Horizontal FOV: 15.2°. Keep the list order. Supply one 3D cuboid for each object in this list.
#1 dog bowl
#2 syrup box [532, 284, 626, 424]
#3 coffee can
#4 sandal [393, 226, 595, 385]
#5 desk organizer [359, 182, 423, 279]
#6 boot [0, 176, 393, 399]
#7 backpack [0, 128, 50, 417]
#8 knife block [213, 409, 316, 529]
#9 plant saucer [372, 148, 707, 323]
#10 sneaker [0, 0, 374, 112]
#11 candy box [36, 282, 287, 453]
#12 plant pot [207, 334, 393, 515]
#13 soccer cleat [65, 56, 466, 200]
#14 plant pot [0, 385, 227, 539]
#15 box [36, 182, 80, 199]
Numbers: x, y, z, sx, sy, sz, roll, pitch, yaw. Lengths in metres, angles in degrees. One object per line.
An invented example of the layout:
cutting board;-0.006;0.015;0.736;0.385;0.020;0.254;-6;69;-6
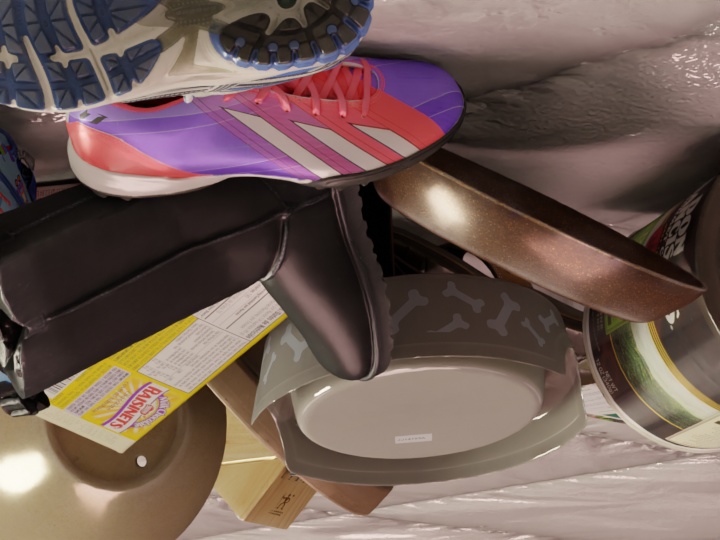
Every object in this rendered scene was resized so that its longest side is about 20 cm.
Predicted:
dog bowl;0.033;0.063;1.556;0.198;0.059;0.200;-3;156;-1
syrup box;0.179;0.057;1.855;0.078;0.082;0.199;-12;161;43
coffee can;0.226;0.018;1.548;0.145;0.148;0.200;3;166;-13
sandal;0.081;0.014;1.711;0.199;0.055;0.082;19;142;-17
desk organizer;0.000;0.000;1.567;0.076;0.072;0.200;-14;154;25
boot;-0.089;0.018;1.367;0.199;0.166;0.066;-27;-153;-26
backpack;-0.250;-0.020;1.400;0.181;0.135;0.200;-1;149;1
knife block;-0.053;0.107;2.139;0.200;0.176;0.064;45;-166;33
plant saucer;0.085;-0.021;1.408;0.199;0.035;0.200;26;-174;-3
sneaker;-0.091;-0.102;1.196;0.198;0.078;0.085;-1;171;5
candy box;-0.119;0.031;1.496;0.102;0.027;0.200;25;135;-29
plant pot;-0.033;0.052;1.714;0.093;0.201;0.201;-44;158;5
soccer cleat;-0.044;-0.083;1.309;0.198;0.069;0.074;-6;137;-8
plant pot;-0.169;0.096;1.709;0.199;0.202;0.134;4;174;-17
box;-0.223;0.012;1.611;0.198;0.101;0.095;-4;167;17
